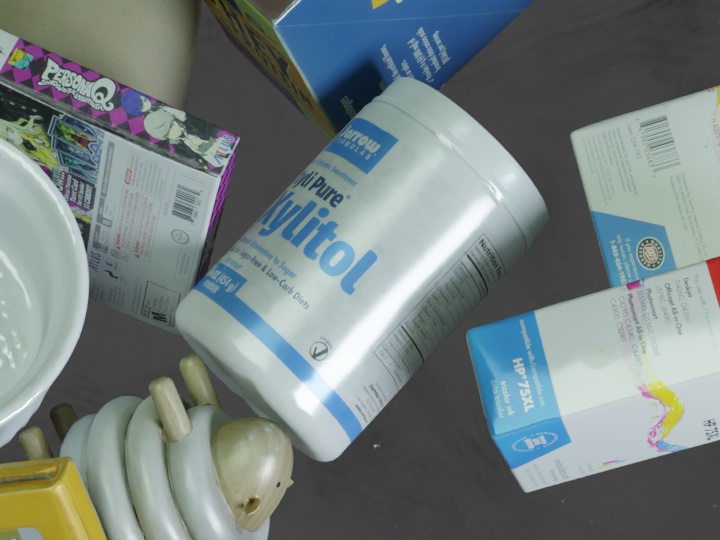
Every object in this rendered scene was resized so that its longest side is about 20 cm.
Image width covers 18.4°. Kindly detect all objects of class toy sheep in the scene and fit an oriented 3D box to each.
[{"bbox_3d":[-0.128,0.134,1.301,0.199,0.138,0.139,-20,66,22],"label":"toy sheep"}]

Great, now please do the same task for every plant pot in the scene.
[{"bbox_3d":[-0.176,-0.151,1.401,0.186,0.188,0.201,13,60,18],"label":"plant pot"}]

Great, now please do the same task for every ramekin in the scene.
[{"bbox_3d":[-0.258,0.021,1.264,0.199,0.098,0.202,5,66,-11],"label":"ramekin"}]

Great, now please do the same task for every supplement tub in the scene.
[{"bbox_3d":[0.000,0.000,1.310,0.132,0.132,0.200,38,80,23],"label":"supplement tub"}]

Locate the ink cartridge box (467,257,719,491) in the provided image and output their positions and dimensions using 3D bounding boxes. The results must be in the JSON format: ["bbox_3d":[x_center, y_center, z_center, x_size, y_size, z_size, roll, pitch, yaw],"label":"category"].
[{"bbox_3d":[0.171,0.054,1.252,0.198,0.116,0.068,-16,67,8],"label":"ink cartridge box"}]

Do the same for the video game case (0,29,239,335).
[{"bbox_3d":[-0.169,-0.052,1.315,0.180,0.200,0.036,24,60,2],"label":"video game case"}]

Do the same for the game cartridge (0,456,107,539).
[{"bbox_3d":[-0.214,0.200,1.266,0.175,0.201,0.033,-8,31,16],"label":"game cartridge"}]

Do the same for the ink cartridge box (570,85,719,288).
[{"bbox_3d":[0.235,-0.049,1.309,0.198,0.067,0.117,-16,68,8],"label":"ink cartridge box"}]

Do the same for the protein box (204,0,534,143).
[{"bbox_3d":[0.005,-0.209,1.351,0.200,0.199,0.135,-43,65,-4],"label":"protein box"}]
